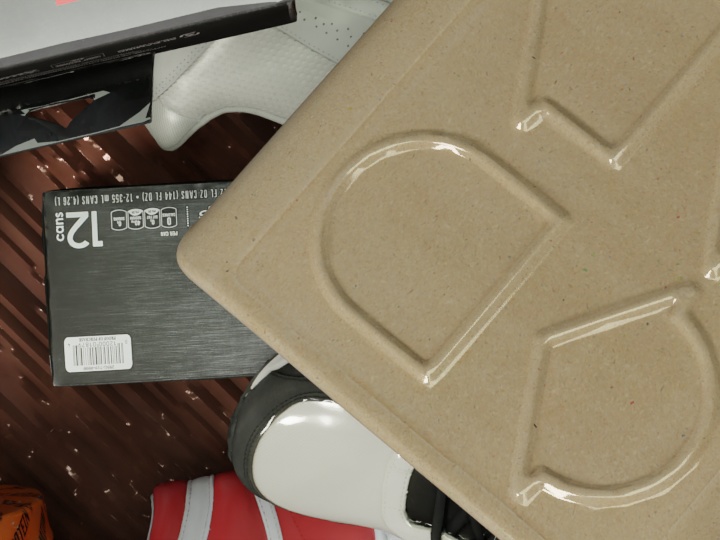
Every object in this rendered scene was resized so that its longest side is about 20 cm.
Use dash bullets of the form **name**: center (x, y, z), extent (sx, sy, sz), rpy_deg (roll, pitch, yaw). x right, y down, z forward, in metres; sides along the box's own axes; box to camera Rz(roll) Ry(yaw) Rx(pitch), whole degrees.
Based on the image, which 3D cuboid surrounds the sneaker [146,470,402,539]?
- **sneaker**: center (-0.023, 0.157, 0.898), extent (0.112, 0.071, 0.201), rpy_deg (-5, 76, -2)

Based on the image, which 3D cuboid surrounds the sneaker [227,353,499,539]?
- **sneaker**: center (0.057, 0.063, 0.841), extent (0.199, 0.080, 0.074), rpy_deg (5, 130, 5)

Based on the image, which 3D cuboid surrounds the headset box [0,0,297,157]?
- **headset box**: center (-0.106, -0.134, 0.802), extent (0.148, 0.077, 0.201), rpy_deg (-12, 90, 0)

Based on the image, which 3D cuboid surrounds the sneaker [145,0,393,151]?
- **sneaker**: center (0.017, -0.081, 0.910), extent (0.199, 0.076, 0.092), rpy_deg (-2, 114, -4)

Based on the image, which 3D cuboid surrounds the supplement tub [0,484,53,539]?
- **supplement tub**: center (-0.132, 0.174, 0.876), extent (0.122, 0.123, 0.201), rpy_deg (-8, 96, 0)

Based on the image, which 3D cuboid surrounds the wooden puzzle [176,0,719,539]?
- **wooden puzzle**: center (0.074, -0.012, 0.816), extent (0.200, 0.046, 0.185), rpy_deg (38, 82, 24)

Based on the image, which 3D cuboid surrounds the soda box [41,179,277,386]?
- **soda box**: center (0.000, 0.000, 0.902), extent (0.199, 0.071, 0.064), rpy_deg (-3, 91, 0)
